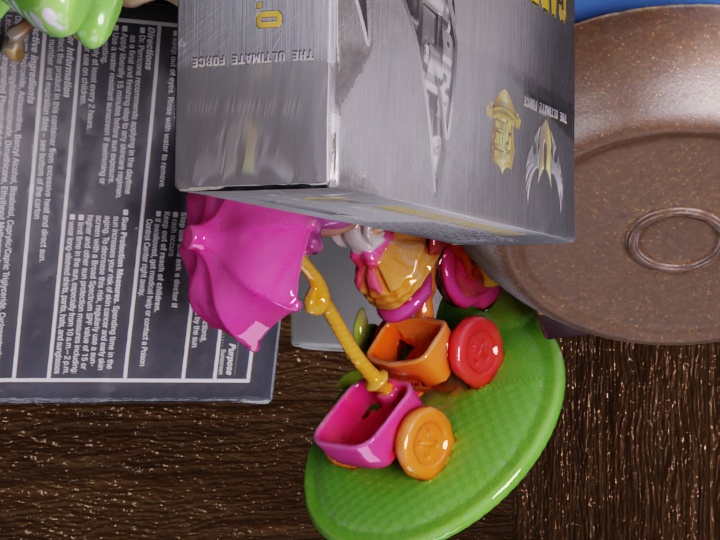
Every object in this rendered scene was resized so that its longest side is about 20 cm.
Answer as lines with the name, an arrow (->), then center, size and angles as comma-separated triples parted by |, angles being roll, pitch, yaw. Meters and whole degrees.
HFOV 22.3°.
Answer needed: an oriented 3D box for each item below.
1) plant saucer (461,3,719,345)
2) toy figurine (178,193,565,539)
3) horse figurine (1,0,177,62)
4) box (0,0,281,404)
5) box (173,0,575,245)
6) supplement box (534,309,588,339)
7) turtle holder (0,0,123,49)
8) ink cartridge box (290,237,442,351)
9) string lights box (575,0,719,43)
plant saucer -> 0.128, -0.024, 0.740 | 0.199, 0.037, 0.201 | 3, 143, 2
toy figurine -> 0.000, 0.000, 0.861 | 0.150, 0.200, 0.184 | 3, 141, 47
horse figurine -> -0.071, -0.119, 0.794 | 0.199, 0.050, 0.132 | 21, 141, -28
box -> -0.143, -0.042, 0.910 | 0.198, 0.201, 0.123 | 3, -169, -26
box -> 0.014, -0.092, 0.540 | 0.048, 0.159, 0.200 | -1, 176, 24
supplement box -> 0.169, -0.040, 0.819 | 0.199, 0.086, 0.110 | -7, 146, 15
turtle holder -> -0.097, -0.128, 0.361 | 0.131, 0.141, 0.186 | 15, -144, -5
ink cartridge box -> 0.028, -0.038, 1.221 | 0.087, 0.146, 0.200 | 2, -168, 21
string lights box -> 0.102, -0.103, 0.746 | 0.199, 0.059, 0.103 | -10, 163, 14
